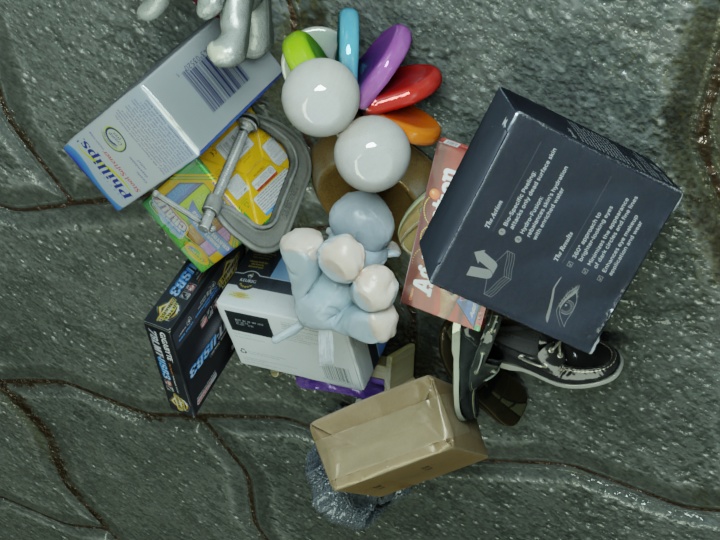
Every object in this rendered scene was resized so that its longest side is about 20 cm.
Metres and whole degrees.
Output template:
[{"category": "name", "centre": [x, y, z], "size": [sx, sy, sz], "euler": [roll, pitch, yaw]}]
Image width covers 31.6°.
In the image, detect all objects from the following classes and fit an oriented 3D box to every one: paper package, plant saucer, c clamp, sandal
[{"category": "paper package", "centre": [0.057, 0.228, 1.727], "size": [0.189, 0.105, 0.200], "euler": [-22, 163, 16]}, {"category": "plant saucer", "centre": [0.019, -0.089, 1.574], "size": [0.198, 0.036, 0.202], "euler": [18, 143, 14]}, {"category": "c clamp", "centre": [-0.135, -0.112, 1.506], "size": [0.170, 0.202, 0.027], "euler": [40, 143, -22]}, {"category": "sandal", "centre": [0.160, 0.136, 1.734], "size": [0.054, 0.082, 0.200], "euler": [17, 156, 53]}]

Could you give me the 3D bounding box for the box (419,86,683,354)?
[{"category": "box", "centre": [0.193, -0.053, 1.329], "size": [0.198, 0.118, 0.198], "euler": [24, 109, -12]}]

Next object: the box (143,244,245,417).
[{"category": "box", "centre": [-0.220, 0.069, 1.788], "size": [0.049, 0.201, 0.200], "euler": [16, 142, 19]}]

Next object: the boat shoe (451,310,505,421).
[{"category": "boat shoe", "centre": [0.149, 0.120, 1.613], "size": [0.067, 0.072, 0.202], "euler": [5, 132, 7]}]

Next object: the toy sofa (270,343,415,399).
[{"category": "toy sofa", "centre": [-0.024, 0.144, 1.812], "size": [0.197, 0.083, 0.099], "euler": [10, 103, 26]}]

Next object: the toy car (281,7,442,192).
[{"category": "toy car", "centre": [0.008, -0.196, 1.372], "size": [0.149, 0.176, 0.200], "euler": [-38, 112, 16]}]

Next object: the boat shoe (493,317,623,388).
[{"category": "boat shoe", "centre": [0.237, 0.096, 1.622], "size": [0.198, 0.074, 0.061], "euler": [13, 147, 34]}]

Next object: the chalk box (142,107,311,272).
[{"category": "chalk box", "centre": [-0.182, -0.092, 1.618], "size": [0.124, 0.125, 0.199], "euler": [48, 142, -8]}]

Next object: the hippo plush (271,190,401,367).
[{"category": "hippo plush", "centre": [0.000, 0.000, 1.524], "size": [0.158, 0.161, 0.202], "euler": [23, 137, 17]}]

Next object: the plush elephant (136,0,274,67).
[{"category": "plush elephant", "centre": [-0.178, -0.316, 1.335], "size": [0.152, 0.165, 0.203], "euler": [6, 112, 8]}]

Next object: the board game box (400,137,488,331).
[{"category": "board game box", "centre": [0.113, -0.039, 1.432], "size": [0.102, 0.019, 0.203], "euler": [20, 116, 17]}]

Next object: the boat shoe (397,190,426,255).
[{"category": "boat shoe", "centre": [0.112, -0.062, 1.475], "size": [0.071, 0.077, 0.200], "euler": [29, 136, -24]}]

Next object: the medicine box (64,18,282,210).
[{"category": "medicine box", "centre": [-0.218, -0.188, 1.480], "size": [0.103, 0.183, 0.199], "euler": [50, 140, -13]}]

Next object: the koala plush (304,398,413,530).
[{"category": "koala plush", "centre": [0.025, 0.275, 1.912], "size": [0.177, 0.184, 0.200], "euler": [44, 123, 1]}]

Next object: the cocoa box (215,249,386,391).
[{"category": "cocoa box", "centre": [-0.069, 0.055, 1.725], "size": [0.197, 0.132, 0.134], "euler": [10, 141, 24]}]
